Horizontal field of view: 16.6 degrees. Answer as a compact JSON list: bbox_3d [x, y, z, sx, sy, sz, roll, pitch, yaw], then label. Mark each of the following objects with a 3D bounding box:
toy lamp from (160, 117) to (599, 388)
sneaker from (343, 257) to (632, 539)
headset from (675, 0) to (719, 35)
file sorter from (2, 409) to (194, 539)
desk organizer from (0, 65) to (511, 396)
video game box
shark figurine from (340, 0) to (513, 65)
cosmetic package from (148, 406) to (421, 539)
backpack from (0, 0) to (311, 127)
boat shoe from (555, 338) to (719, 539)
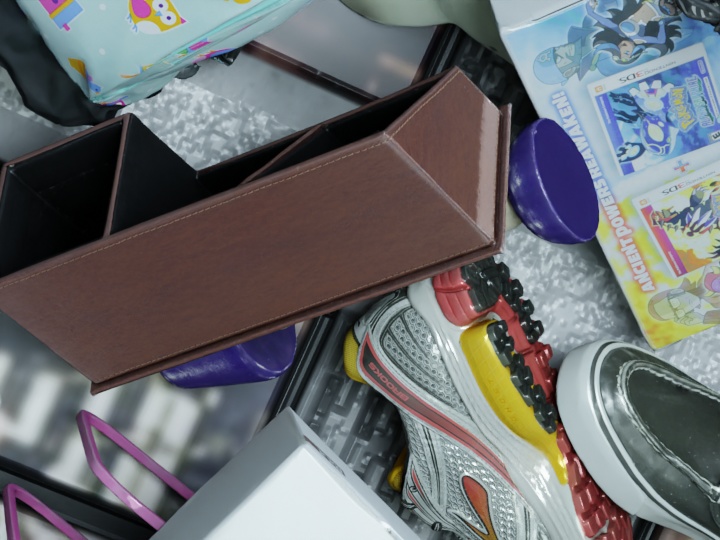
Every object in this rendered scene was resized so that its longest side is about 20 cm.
[{"bbox_3d":[0.000,0.000,1.000,0.199,0.058,0.058,-21,105,28],"label":"toy lamp"},{"bbox_3d":[0.060,0.087,1.068,0.082,0.078,0.201,-21,109,21],"label":"sneaker"},{"bbox_3d":[0.216,-0.083,0.942,0.199,0.094,0.124,-1,126,-34],"label":"headset"},{"bbox_3d":[-0.127,0.173,1.005,0.125,0.139,0.200,40,91,-13],"label":"file sorter"},{"bbox_3d":[-0.047,-0.025,0.955,0.199,0.072,0.077,-19,137,29],"label":"desk organizer"},{"bbox_3d":[0.167,-0.074,1.002,0.182,0.047,0.200,-24,132,7],"label":"video game box"},{"bbox_3d":[0.050,-0.171,1.002,0.128,0.090,0.215,11,141,23],"label":"shark figurine"},{"bbox_3d":[-0.057,0.160,0.905,0.200,0.081,0.113,-43,100,-2],"label":"cosmetic package"},{"bbox_3d":[-0.066,-0.148,0.936,0.199,0.127,0.167,-22,110,29],"label":"backpack"},{"bbox_3d":[0.170,0.088,1.066,0.200,0.064,0.071,36,52,-25],"label":"boat shoe"}]
